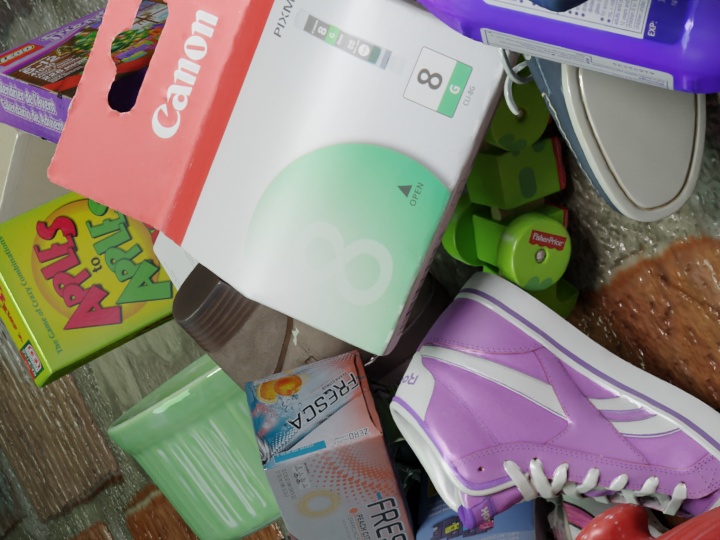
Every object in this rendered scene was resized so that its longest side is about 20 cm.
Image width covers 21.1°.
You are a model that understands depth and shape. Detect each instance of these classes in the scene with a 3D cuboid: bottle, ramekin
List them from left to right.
[{"bbox_3d":[-0.048,0.083,1.199,0.098,0.200,0.200,57,155,-3],"label":"ramekin"},{"bbox_3d":[0.066,-0.132,0.790,0.199,0.084,0.065,15,169,13],"label":"bottle"}]

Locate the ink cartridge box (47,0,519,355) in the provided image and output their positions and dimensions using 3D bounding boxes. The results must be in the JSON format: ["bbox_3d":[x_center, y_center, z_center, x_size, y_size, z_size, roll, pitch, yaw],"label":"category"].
[{"bbox_3d":[-0.044,-0.073,0.930,0.199,0.050,0.161,23,104,4],"label":"ink cartridge box"}]

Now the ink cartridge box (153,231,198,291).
[{"bbox_3d":[-0.043,-0.049,1.146,0.068,0.115,0.200,58,154,12],"label":"ink cartridge box"}]

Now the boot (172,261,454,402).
[{"bbox_3d":[0.000,0.000,1.038,0.200,0.146,0.070,-42,42,26],"label":"boot"}]

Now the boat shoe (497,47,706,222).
[{"bbox_3d":[0.094,-0.117,0.864,0.062,0.075,0.201,-12,103,63],"label":"boat shoe"}]

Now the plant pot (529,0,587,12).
[{"bbox_3d":[0.070,-0.215,0.681,0.200,0.200,0.180,37,150,42],"label":"plant pot"}]

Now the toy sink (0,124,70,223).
[{"bbox_3d":[-0.201,-0.069,1.409,0.130,0.199,0.112,35,113,48],"label":"toy sink"}]

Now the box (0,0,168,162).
[{"bbox_3d":[-0.097,-0.128,1.071,0.137,0.200,0.039,21,134,55],"label":"box"}]

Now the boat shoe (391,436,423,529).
[{"bbox_3d":[0.047,0.153,1.234,0.200,0.062,0.075,10,125,62],"label":"boat shoe"}]

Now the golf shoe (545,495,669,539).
[{"bbox_3d":[0.163,0.172,1.040,0.092,0.073,0.201,-24,79,24],"label":"golf shoe"}]

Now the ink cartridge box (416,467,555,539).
[{"bbox_3d":[0.085,0.205,1.046,0.200,0.076,0.137,-84,-30,-61],"label":"ink cartridge box"}]

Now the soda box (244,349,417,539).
[{"bbox_3d":[-0.007,0.136,1.081,0.200,0.068,0.064,73,180,-46],"label":"soda box"}]

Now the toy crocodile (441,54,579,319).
[{"bbox_3d":[0.077,-0.057,0.985,0.067,0.062,0.201,24,130,54],"label":"toy crocodile"}]

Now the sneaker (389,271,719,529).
[{"bbox_3d":[0.107,0.100,0.956,0.200,0.114,0.073,31,158,14],"label":"sneaker"}]

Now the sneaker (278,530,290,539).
[{"bbox_3d":[-0.048,0.171,1.352,0.200,0.115,0.075,61,-172,5],"label":"sneaker"}]

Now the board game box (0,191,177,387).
[{"bbox_3d":[-0.145,-0.014,1.275,0.102,0.200,0.048,61,155,3],"label":"board game box"}]

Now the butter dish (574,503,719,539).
[{"bbox_3d":[0.153,0.172,0.884,0.148,0.200,0.200,52,153,24],"label":"butter dish"}]
